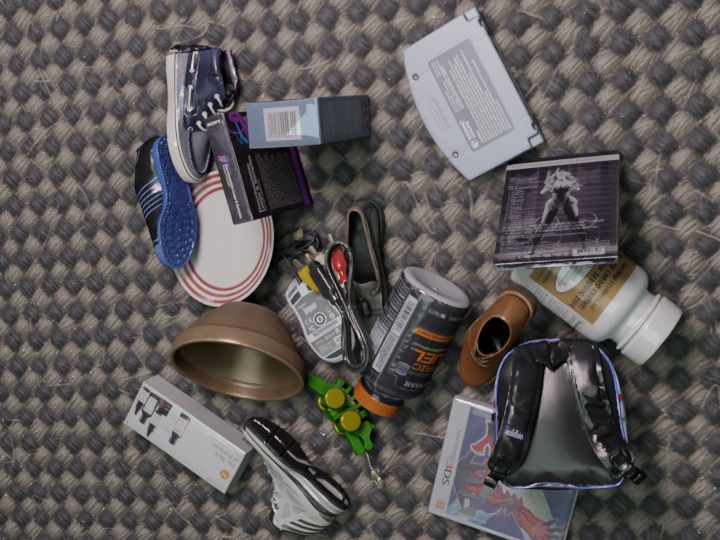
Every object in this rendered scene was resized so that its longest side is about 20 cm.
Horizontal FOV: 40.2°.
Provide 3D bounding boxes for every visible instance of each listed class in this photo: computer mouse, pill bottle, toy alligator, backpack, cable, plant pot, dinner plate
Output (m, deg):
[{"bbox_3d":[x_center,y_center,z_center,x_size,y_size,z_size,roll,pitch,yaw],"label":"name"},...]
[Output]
[{"bbox_3d":[-0.070,0.042,1.437,0.109,0.044,0.201,-31,83,16],"label":"computer mouse"},{"bbox_3d":[0.304,0.026,1.266,0.200,0.114,0.115,38,109,9],"label":"pill bottle"},{"bbox_3d":[-0.007,0.222,1.441,0.054,0.059,0.200,-34,86,-20],"label":"toy alligator"},{"bbox_3d":[0.063,0.104,1.367,0.106,0.106,0.201,30,108,12],"label":"pill bottle"},{"bbox_3d":[0.260,0.185,1.281,0.199,0.154,0.192,-2,84,9],"label":"backpack"},{"bbox_3d":[-0.018,0.040,1.362,0.097,0.050,0.201,-37,74,22],"label":"cable"},{"bbox_3d":[-0.169,0.108,1.431,0.200,0.201,0.093,2,60,18],"label":"plant pot"},{"bbox_3d":[-0.203,-0.047,1.456,0.199,0.024,0.201,0,89,31],"label":"dinner plate"}]

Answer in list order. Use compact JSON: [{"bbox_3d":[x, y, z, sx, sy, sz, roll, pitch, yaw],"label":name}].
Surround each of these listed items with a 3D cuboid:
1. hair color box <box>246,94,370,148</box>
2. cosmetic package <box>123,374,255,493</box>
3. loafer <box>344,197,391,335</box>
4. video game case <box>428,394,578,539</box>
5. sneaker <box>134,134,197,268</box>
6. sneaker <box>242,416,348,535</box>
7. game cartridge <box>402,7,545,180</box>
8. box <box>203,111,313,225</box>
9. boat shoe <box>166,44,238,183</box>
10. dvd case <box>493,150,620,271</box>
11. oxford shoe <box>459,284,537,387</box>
[{"bbox_3d":[-0.064,-0.199,1.306,0.098,0.200,0.061,-1,100,19],"label":"hair color box"},{"bbox_3d":[-0.266,0.254,1.534,0.199,0.051,0.083,32,109,11],"label":"cosmetic package"},{"bbox_3d":[0.000,0.000,1.392,0.071,0.063,0.201,-1,99,19],"label":"loafer"},{"bbox_3d":[0.208,0.289,1.392,0.199,0.023,0.183,15,104,16],"label":"video game case"},{"bbox_3d":[-0.295,-0.099,1.469,0.078,0.070,0.201,-9,84,46],"label":"sneaker"},{"bbox_3d":[-0.125,0.322,1.483,0.200,0.076,0.115,44,108,5],"label":"sneaker"},{"bbox_3d":[0.144,-0.230,1.319,0.133,0.042,0.201,-27,90,25],"label":"game cartridge"},{"bbox_3d":[-0.135,-0.145,1.340,0.036,0.200,0.144,-14,94,21],"label":"box"},{"bbox_3d":[-0.224,-0.229,1.422,0.092,0.075,0.201,-1,98,27],"label":"boat shoe"},{"bbox_3d":[0.249,-0.077,1.237,0.148,0.201,0.016,-4,134,19],"label":"dvd case"},{"bbox_3d":[0.167,0.101,1.314,0.071,0.071,0.200,34,140,14],"label":"oxford shoe"}]
